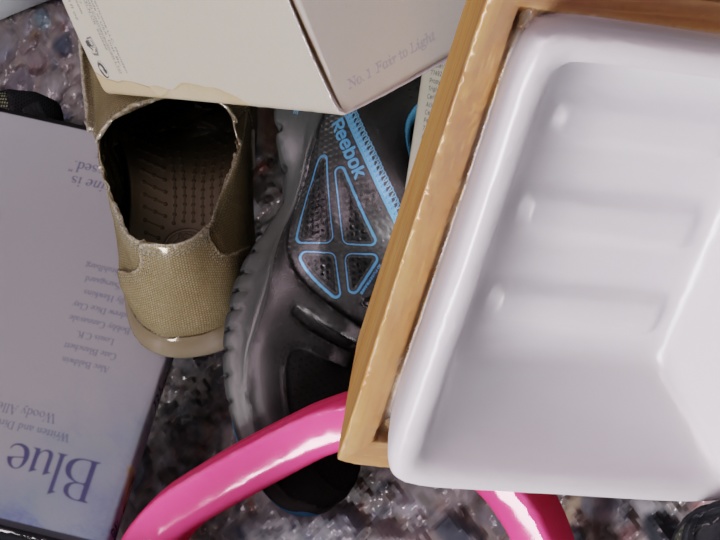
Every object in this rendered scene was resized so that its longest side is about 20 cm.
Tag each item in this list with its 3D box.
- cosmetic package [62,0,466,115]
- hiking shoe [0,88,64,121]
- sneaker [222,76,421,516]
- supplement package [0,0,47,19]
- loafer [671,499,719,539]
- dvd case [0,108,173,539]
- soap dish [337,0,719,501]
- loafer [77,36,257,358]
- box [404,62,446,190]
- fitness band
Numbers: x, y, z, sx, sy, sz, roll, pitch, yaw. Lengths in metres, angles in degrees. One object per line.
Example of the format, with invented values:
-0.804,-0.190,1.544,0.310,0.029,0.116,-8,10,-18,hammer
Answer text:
-0.029,-0.115,0.956,0.200,0.103,0.073,14,130,60,cosmetic package
-0.160,-0.029,1.135,0.200,0.076,0.101,33,102,36,hiking shoe
0.000,0.000,1.019,0.082,0.073,0.200,4,84,31,sneaker
-0.206,-0.214,1.134,0.191,0.200,0.147,-18,69,30,supplement package
0.149,0.173,0.876,0.070,0.068,0.201,-18,66,40,loafer
-0.146,0.020,1.059,0.143,0.018,0.200,13,57,4,dvd case
0.086,-0.015,0.881,0.081,0.157,0.200,-110,31,-51,soap dish
-0.077,-0.061,1.064,0.076,0.067,0.200,-10,58,-6,loafer
0.077,-0.118,0.965,0.082,0.068,0.200,17,99,55,box
-0.011,0.128,0.982,0.200,0.037,0.144,-30,91,25,fitness band
